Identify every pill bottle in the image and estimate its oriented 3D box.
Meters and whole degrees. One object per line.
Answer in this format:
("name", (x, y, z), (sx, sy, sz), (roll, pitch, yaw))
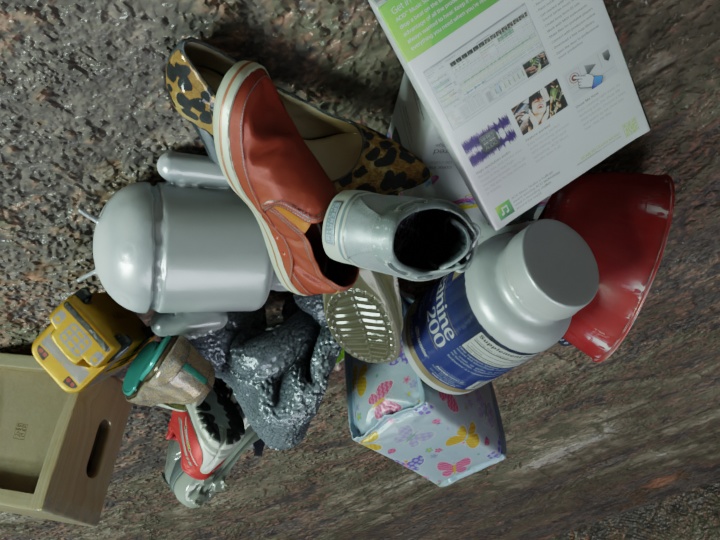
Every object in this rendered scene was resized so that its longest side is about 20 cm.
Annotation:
("pill bottle", (0.127, 0.035, 0.749), (0.109, 0.113, 0.200), (3, 154, -25))

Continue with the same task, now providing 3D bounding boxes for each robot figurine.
("robot figurine", (-0.149, -0.020, 0.714), (0.196, 0.113, 0.173), (1, 110, -22))

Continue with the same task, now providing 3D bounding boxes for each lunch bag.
("lunch bag", (0.071, 0.115, 0.917), (0.126, 0.202, 0.169), (-33, 130, 25))

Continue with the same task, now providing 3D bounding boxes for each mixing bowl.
("mixing bowl", (0.226, -0.021, 0.819), (0.107, 0.202, 0.201), (21, 148, 4))

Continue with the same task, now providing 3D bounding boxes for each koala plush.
("koala plush", (-0.126, 0.072, 0.843), (0.197, 0.187, 0.177), (22, 165, -6))

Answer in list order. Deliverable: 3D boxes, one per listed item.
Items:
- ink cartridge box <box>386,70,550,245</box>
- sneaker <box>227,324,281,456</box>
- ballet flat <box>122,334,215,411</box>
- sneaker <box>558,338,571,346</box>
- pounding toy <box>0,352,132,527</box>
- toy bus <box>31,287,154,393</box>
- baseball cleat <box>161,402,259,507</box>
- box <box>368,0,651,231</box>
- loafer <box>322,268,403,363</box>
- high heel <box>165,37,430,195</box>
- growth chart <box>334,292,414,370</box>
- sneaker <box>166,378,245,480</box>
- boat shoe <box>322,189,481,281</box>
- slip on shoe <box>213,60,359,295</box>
("ink cartridge box", (0.099, -0.097, 0.712), (0.145, 0.087, 0.201), (-5, 148, -13))
("sneaker", (-0.120, 0.162, 1.013), (0.198, 0.132, 0.079), (-33, 145, 31))
("ballet flat", (-0.178, 0.104, 0.748), (0.067, 0.069, 0.199), (34, 163, -14))
("sneaker", (0.221, 0.063, 1.037), (0.197, 0.071, 0.109), (-18, 149, -1))
("pounding toy", (-0.337, 0.176, 0.910), (0.181, 0.203, 0.143), (2, 155, 20))
("toy bus", (-0.254, 0.065, 0.770), (0.078, 0.065, 0.200), (-42, -178, -3))
("baseball cleat", (-0.158, 0.177, 0.944), (0.200, 0.106, 0.070), (-46, 141, -14))
("box", (0.112, -0.146, 0.572), (0.143, 0.036, 0.201), (-32, 122, 3))
("loafer", (0.000, 0.000, 0.735), (0.074, 0.069, 0.202), (1, 128, 26))
("high heel", (-0.046, -0.110, 0.599), (0.196, 0.073, 0.143), (10, 157, 12))
("growth chart", (0.046, 0.073, 1.043), (0.196, 0.018, 0.145), (-15, 149, 1))
("sneaker", (-0.194, 0.151, 0.904), (0.076, 0.201, 0.086), (25, 110, -32))
("boat shoe", (0.052, -0.020, 0.613), (0.071, 0.071, 0.199), (17, -172, 33))
("slip on shoe", (-0.047, -0.059, 0.568), (0.060, 0.075, 0.202), (7, 138, 28))
